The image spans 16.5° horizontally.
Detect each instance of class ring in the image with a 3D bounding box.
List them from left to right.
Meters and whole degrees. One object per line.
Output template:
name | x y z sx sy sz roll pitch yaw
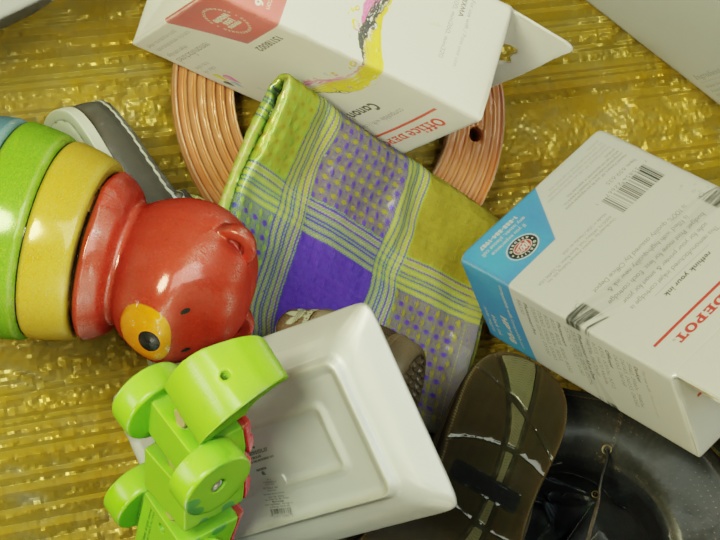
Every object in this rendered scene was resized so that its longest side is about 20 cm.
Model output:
ring | -0.012 -0.092 1.362 0.199 0.019 0.202 4 81 -25

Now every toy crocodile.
toy crocodile | -0.079 0.101 1.197 0.062 0.201 0.068 -25 58 -28

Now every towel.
towel | 0.000 0.000 1.303 0.200 0.023 0.144 34 69 -41

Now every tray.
tray | -0.046 0.090 1.225 0.022 0.199 0.108 -30 97 -45

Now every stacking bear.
stacking bear | -0.146 -0.011 1.194 0.199 0.122 0.114 15 40 8

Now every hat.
hat | 0.108 0.160 1.352 0.199 0.081 0.202 4 70 -12

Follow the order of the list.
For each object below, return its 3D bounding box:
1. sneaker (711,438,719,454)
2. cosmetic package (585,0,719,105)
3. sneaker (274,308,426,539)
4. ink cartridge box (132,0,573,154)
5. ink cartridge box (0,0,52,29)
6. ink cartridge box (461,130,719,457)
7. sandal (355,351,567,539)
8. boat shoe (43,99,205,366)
sneaker | 0.180 0.043 1.371 0.075 0.200 0.079 -25 135 -3
cosmetic package | 0.252 -0.205 1.444 0.200 0.123 0.200 34 71 -16
sneaker | -0.021 0.100 1.273 0.075 0.201 0.070 26 37 15
ink cartridge box | -0.003 -0.118 1.295 0.199 0.116 0.068 23 73 -20
ink cartridge box | -0.252 -0.196 1.226 0.144 0.084 0.201 -30 96 -25
ink cartridge box | 0.164 0.017 1.297 0.116 0.200 0.067 -41 136 -19
sandal | 0.043 0.128 1.281 0.081 0.055 0.201 31 57 -6
boat shoe | -0.096 -0.003 1.285 0.060 0.072 0.202 -34 105 -30
